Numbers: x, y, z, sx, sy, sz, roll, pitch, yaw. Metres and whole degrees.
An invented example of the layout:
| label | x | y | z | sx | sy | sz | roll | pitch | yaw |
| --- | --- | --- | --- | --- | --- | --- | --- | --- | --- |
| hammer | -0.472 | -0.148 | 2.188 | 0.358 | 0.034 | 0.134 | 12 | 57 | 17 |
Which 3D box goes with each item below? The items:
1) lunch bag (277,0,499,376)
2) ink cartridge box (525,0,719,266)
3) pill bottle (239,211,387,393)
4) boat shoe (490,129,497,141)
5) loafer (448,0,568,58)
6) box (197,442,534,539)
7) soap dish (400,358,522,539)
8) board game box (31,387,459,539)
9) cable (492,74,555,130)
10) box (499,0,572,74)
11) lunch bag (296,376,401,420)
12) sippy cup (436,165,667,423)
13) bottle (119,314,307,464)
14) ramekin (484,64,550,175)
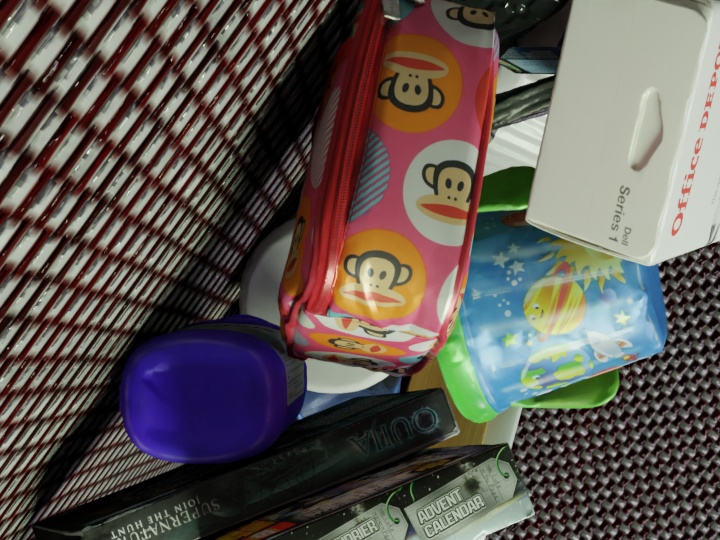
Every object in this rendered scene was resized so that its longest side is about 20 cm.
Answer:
| label | x | y | z | sx | sy | sz | roll | pitch | yaw |
| --- | --- | --- | --- | --- | --- | --- | --- | --- | --- |
| lunch bag | 0.016 | -0.048 | 0.834 | 0.200 | 0.082 | 0.176 | 116 | -14 | -77 |
| ink cartridge box | 0.185 | -0.094 | 1.011 | 0.200 | 0.084 | 0.146 | -14 | 120 | -55 |
| pill bottle | 0.000 | 0.000 | 1.154 | 0.113 | 0.113 | 0.200 | -55 | 177 | 18 |
| boat shoe | 0.052 | -0.100 | 1.249 | 0.062 | 0.075 | 0.200 | -42 | -174 | 3 |
| loafer | 0.080 | -0.166 | 1.010 | 0.070 | 0.068 | 0.201 | -62 | -174 | -24 |
| box | -0.013 | 0.128 | 0.886 | 0.137 | 0.040 | 0.200 | -21 | 179 | -17 |
| soap dish | 0.052 | 0.125 | 1.229 | 0.157 | 0.081 | 0.200 | 111 | -2 | -55 |
| board game box | -0.062 | 0.109 | 0.928 | 0.200 | 0.028 | 0.135 | -20 | -179 | -20 |
| cable | 0.063 | -0.080 | 1.115 | 0.200 | 0.050 | 0.097 | -12 | 165 | -28 |
| box | 0.149 | -0.214 | 1.078 | 0.200 | 0.038 | 0.137 | -64 | -162 | -1 |
| lunch bag | -0.051 | 0.097 | 1.237 | 0.200 | 0.132 | 0.136 | -74 | -177 | -81 |
| sippy cup | 0.116 | 0.014 | 1.100 | 0.130 | 0.140 | 0.178 | -13 | 172 | 15 |
| bottle | -0.070 | 0.058 | 0.948 | 0.200 | 0.083 | 0.065 | -21 | 110 | -85 |
| ramekin | 0.140 | -0.145 | 1.425 | 0.200 | 0.105 | 0.200 | -61 | -170 | 18 |
